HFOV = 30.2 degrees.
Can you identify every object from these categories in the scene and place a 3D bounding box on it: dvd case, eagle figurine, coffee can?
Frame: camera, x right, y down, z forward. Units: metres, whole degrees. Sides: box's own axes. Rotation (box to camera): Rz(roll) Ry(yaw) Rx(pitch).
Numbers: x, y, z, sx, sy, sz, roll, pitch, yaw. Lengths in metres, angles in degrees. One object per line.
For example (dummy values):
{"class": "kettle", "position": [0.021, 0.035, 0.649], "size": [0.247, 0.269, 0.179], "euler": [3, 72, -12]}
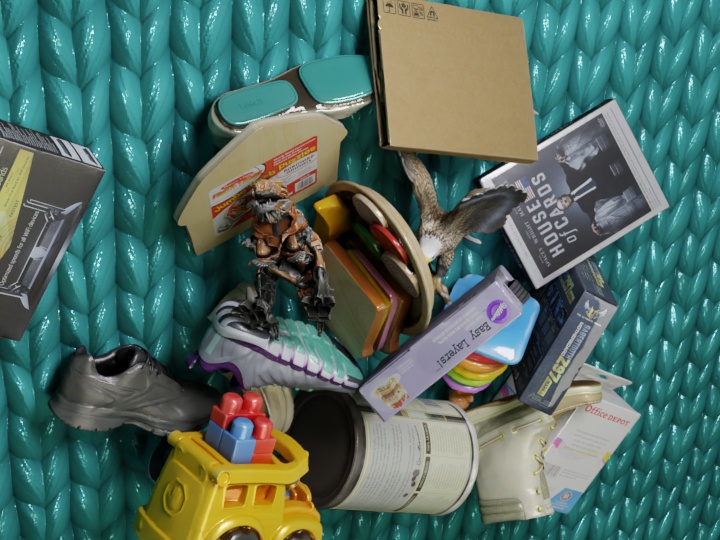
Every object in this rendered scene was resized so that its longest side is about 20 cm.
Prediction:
{"class": "dvd case", "position": [0.252, -0.091, 1.587], "size": [0.200, 0.025, 0.151], "euler": [-31, 99, -12]}
{"class": "eagle figurine", "position": [0.087, -0.059, 1.462], "size": [0.151, 0.151, 0.200], "euler": [-2, 130, -20]}
{"class": "coffee can", "position": [0.024, 0.221, 1.622], "size": [0.200, 0.146, 0.147], "euler": [12, 114, -39]}

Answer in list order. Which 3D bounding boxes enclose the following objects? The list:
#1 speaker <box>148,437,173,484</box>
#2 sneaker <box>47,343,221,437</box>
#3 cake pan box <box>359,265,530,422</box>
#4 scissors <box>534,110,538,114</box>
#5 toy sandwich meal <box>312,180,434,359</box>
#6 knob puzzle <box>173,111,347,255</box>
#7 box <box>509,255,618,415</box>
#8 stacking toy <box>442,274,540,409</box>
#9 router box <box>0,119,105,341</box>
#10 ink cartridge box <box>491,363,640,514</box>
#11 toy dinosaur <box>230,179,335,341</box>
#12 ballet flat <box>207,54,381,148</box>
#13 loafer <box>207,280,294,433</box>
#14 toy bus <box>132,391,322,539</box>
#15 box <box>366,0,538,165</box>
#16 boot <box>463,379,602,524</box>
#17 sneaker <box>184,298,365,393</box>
{"class": "speaker", "position": [-0.175, 0.275, 1.574], "size": [0.081, 0.081, 0.200], "euler": [-33, 133, -10]}
{"class": "sneaker", "position": [-0.231, 0.126, 1.437], "size": [0.200, 0.076, 0.091], "euler": [6, 110, -40]}
{"class": "cake pan box", "position": [0.097, 0.074, 1.478], "size": [0.200, 0.184, 0.052], "euler": [-40, 91, 8]}
{"class": "scissors", "position": [0.135, -0.210, 1.483], "size": [0.200, 0.014, 0.073], "euler": [2, 118, -33]}
{"class": "toy sandwich meal", "position": [0.000, 0.000, 1.423], "size": [0.070, 0.205, 0.206], "euler": [-30, 133, -23]}
{"class": "knob puzzle", "position": [-0.104, -0.105, 1.344], "size": [0.219, 0.030, 0.220], "euler": [-30, 161, -11]}
{"class": "box", "position": [0.240, 0.065, 1.629], "size": [0.051, 0.200, 0.158], "euler": [25, 107, -9]}
{"class": "stacking toy", "position": [0.140, 0.110, 1.668], "size": [0.200, 0.109, 0.116], "euler": [104, 10, -48]}
{"class": "router box", "position": [-0.353, -0.041, 1.245], "size": [0.157, 0.052, 0.200], "euler": [17, 110, -40]}
{"class": "ink cartridge box", "position": [0.261, 0.202, 1.784], "size": [0.128, 0.125, 0.200], "euler": [23, 106, -42]}
{"class": "toy dinosaur", "position": [-0.066, -0.008, 1.375], "size": [0.102, 0.136, 0.200], "euler": [-21, 140, 28]}
{"class": "ballet flat", "position": [-0.064, -0.170, 1.356], "size": [0.199, 0.068, 0.062], "euler": [-16, 157, -20]}
{"class": "loafer", "position": [-0.127, 0.105, 1.494], "size": [0.068, 0.076, 0.200], "euler": [-22, 122, -18]}
{"class": "toy bus", "position": [-0.121, 0.227, 1.443], "size": [0.200, 0.136, 0.193], "euler": [8, 103, -43]}
{"class": "box", "position": [0.098, -0.197, 1.392], "size": [0.200, 0.021, 0.164], "euler": [2, 78, -35]}
{"class": "boot", "position": [0.224, 0.227, 1.671], "size": [0.199, 0.155, 0.072], "euler": [-18, 174, 18]}
{"class": "sneaker", "position": [-0.090, 0.100, 1.438], "size": [0.200, 0.074, 0.088], "euler": [27, 115, -31]}
